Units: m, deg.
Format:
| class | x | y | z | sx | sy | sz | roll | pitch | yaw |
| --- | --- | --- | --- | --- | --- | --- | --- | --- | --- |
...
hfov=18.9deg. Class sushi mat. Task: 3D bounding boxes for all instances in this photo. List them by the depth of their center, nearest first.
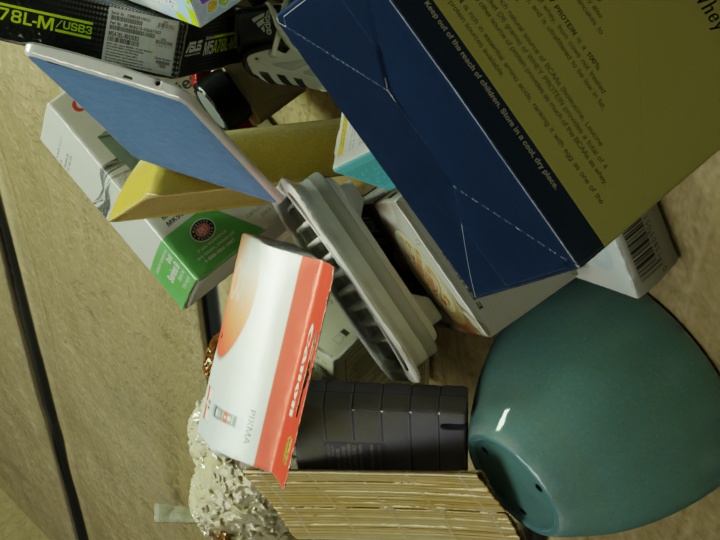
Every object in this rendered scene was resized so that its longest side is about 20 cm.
| class | x | y | z | sx | sy | sz | roll | pitch | yaw |
| --- | --- | --- | --- | --- | --- | --- | --- | --- | --- |
| sushi mat | 0.018 | 0.173 | 1.585 | 0.199 | 0.012 | 0.096 | -2 | 139 | 29 |

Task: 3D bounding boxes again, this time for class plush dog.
| class | x | y | z | sx | sy | sz | roll | pitch | yaw |
| --- | --- | --- | --- | --- | --- | --- | --- | --- | --- |
| plush dog | -0.076 | 0.141 | 1.728 | 0.199 | 0.160 | 0.173 | 27 | 124 | 22 |

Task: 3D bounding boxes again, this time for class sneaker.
| class | x | y | z | sx | sy | sz | roll | pitch | yaw |
| --- | --- | --- | --- | --- | --- | --- | --- | --- | --- |
| sneaker | -0.024 | -0.166 | 1.470 | 0.201 | 0.115 | 0.076 | 125 | 139 | -69 |

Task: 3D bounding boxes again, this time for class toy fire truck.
| class | x | y | z | sx | sy | sz | roll | pitch | yaw |
| --- | --- | --- | --- | --- | --- | --- | --- | --- | --- |
| toy fire truck | -0.139 | -0.187 | 1.708 | 0.176 | 0.128 | 0.200 | 54 | 170 | -8 |

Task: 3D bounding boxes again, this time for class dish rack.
| class | x | y | z | sx | sy | sz | roll | pitch | yaw |
| --- | --- | --- | --- | --- | --- | --- | --- | --- | --- |
| dish rack | 0.000 | 0.000 | 1.574 | 0.172 | 0.043 | 0.200 | 55 | 173 | -1 |

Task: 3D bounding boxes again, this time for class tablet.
| class | x | y | z | sx | sy | sz | roll | pitch | yaw |
| --- | --- | --- | --- | --- | --- | --- | --- | --- | --- |
| tablet | -0.136 | -0.099 | 1.467 | 0.130 | 0.014 | 0.200 | 18 | 169 | 22 |

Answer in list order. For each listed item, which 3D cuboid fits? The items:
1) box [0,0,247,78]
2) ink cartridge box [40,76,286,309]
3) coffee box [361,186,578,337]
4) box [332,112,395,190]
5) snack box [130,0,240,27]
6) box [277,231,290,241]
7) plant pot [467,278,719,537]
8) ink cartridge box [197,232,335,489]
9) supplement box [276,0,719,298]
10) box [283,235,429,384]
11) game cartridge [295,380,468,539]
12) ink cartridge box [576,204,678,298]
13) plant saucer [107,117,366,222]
| class | x | y | z | sx | sy | sz | roll | pitch | yaw |
| --- | --- | --- | --- | --- | --- | --- | --- | --- | --- |
| box | -0.189 | -0.180 | 1.508 | 0.199 | 0.193 | 0.048 | 14 | 104 | 11 |
| ink cartridge box | -0.154 | -0.094 | 1.826 | 0.200 | 0.146 | 0.084 | 48 | 159 | 6 |
| coffee box | 0.068 | -0.023 | 1.519 | 0.115 | 0.080 | 0.200 | 56 | 173 | -7 |
| box | 0.058 | -0.119 | 1.378 | 0.049 | 0.083 | 0.200 | 18 | 158 | -29 |
| snack box | -0.108 | -0.249 | 1.452 | 0.200 | 0.168 | 0.068 | 25 | 144 | 50 |
| box | -0.117 | -0.078 | 1.924 | 0.200 | 0.041 | 0.039 | 54 | 158 | -10 |
| plant pot | 0.156 | 0.113 | 1.550 | 0.200 | 0.135 | 0.200 | 42 | 157 | 22 |
| ink cartridge box | -0.071 | 0.062 | 1.567 | 0.050 | 0.163 | 0.200 | 13 | -177 | -9 |
| supplement box | 0.103 | -0.128 | 1.177 | 0.200 | 0.200 | 0.134 | 54 | 159 | -7 |
| box | -0.019 | 0.057 | 1.808 | 0.109 | 0.128 | 0.200 | 34 | 153 | 21 |
| game cartridge | 0.017 | 0.149 | 1.614 | 0.129 | 0.039 | 0.201 | 6 | 142 | 7 |
| ink cartridge box | 0.110 | -0.076 | 1.456 | 0.200 | 0.047 | 0.161 | 19 | 142 | 51 |
| plant saucer | -0.089 | -0.080 | 1.678 | 0.200 | 0.199 | 0.049 | 163 | 100 | -74 |
